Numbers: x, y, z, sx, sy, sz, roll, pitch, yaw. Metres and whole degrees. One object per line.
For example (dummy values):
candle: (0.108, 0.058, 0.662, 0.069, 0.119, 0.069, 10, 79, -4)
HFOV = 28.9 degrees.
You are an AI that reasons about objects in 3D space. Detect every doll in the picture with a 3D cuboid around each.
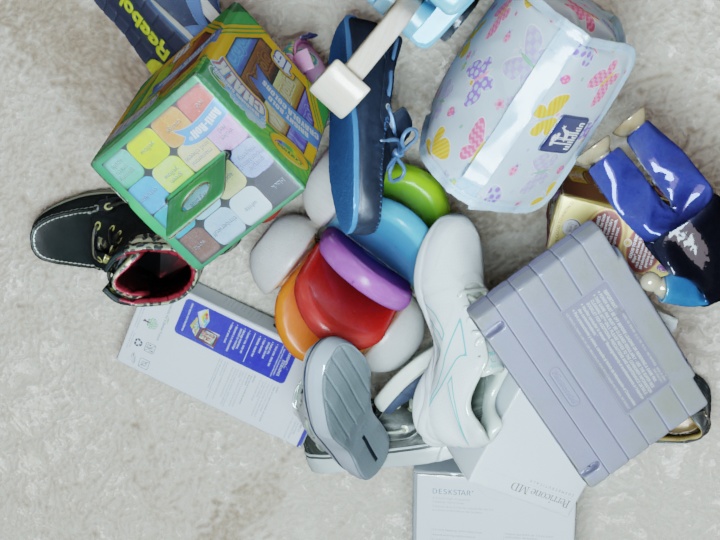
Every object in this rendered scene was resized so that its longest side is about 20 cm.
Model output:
doll: (0.267, -0.037, 1.117, 0.136, 0.048, 0.200, -37, 89, -12)

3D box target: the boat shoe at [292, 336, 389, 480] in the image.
boat shoe: (-0.030, 0.120, 1.220, 0.067, 0.074, 0.200, 21, 149, 27)

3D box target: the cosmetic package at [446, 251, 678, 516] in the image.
cosmetic package: (0.169, 0.099, 1.205, 0.113, 0.081, 0.200, 20, 103, -21)

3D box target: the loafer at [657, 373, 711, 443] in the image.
loafer: (0.224, 0.121, 1.285, 0.200, 0.072, 0.073, 1, 110, 8)

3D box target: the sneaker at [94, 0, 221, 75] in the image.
sneaker: (-0.177, -0.245, 1.221, 0.200, 0.082, 0.074, 57, 139, 4)

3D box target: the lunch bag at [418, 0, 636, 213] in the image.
lunch bag: (0.135, -0.143, 1.140, 0.127, 0.200, 0.170, 31, 109, -3)

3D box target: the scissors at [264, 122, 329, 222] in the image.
scissors: (-0.050, -0.126, 1.263, 0.014, 0.073, 0.200, 36, 90, -38)

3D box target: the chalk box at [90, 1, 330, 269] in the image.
chalk box: (-0.117, -0.097, 1.093, 0.125, 0.200, 0.124, -36, 109, 24)

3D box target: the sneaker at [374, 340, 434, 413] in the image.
sneaker: (0.110, 0.087, 1.268, 0.200, 0.075, 0.085, -34, 90, 5)

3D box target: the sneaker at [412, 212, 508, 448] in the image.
sneaker: (0.092, 0.052, 1.169, 0.080, 0.070, 0.201, 3, 95, 52)

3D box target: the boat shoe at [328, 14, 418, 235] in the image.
boat shoe: (0.015, -0.125, 1.162, 0.069, 0.084, 0.200, 7, 71, -18)

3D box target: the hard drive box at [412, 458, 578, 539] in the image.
hard drive box: (0.128, 0.271, 1.347, 0.156, 0.077, 0.200, 3, 109, 6)

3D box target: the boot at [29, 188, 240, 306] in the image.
boot: (-0.219, -0.020, 1.253, 0.203, 0.154, 0.074, -2, 108, 8)

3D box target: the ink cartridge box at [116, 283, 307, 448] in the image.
ink cartridge box: (-0.124, 0.082, 1.332, 0.200, 0.039, 0.100, 27, 109, 4)

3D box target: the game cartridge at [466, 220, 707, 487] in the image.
game cartridge: (0.189, 0.069, 1.138, 0.130, 0.038, 0.200, -37, 115, -4)

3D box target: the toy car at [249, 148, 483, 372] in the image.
toy car: (0.000, 0.000, 1.233, 0.175, 0.150, 0.200, 37, 109, -5)

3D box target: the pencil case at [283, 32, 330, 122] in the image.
pencil case: (-0.115, -0.133, 1.237, 0.200, 0.087, 0.088, -24, 104, 17)

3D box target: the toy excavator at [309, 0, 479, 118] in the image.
toy excavator: (0.041, -0.221, 1.125, 0.100, 0.200, 0.194, 42, 108, -6)

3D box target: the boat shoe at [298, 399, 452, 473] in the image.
boat shoe: (0.036, 0.145, 1.320, 0.200, 0.071, 0.064, -12, 107, 14)

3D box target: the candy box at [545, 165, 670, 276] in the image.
candy box: (0.262, -0.032, 1.205, 0.200, 0.117, 0.057, 13, 109, 3)
